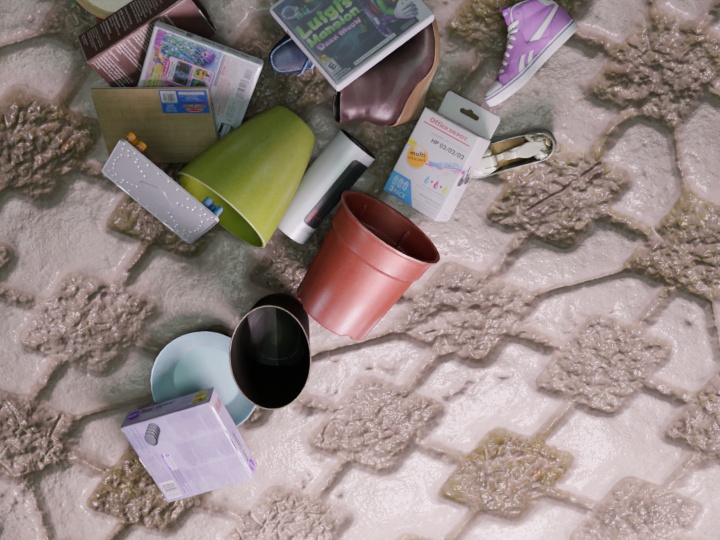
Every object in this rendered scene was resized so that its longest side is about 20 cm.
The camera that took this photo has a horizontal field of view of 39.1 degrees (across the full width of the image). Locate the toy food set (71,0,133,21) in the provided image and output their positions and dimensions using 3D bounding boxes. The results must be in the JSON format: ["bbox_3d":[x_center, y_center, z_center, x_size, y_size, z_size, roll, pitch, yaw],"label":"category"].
[{"bbox_3d":[-0.401,-0.506,1.674,0.199,0.049,0.199,-11,104,1],"label":"toy food set"}]

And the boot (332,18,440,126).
[{"bbox_3d":[0.042,-0.337,1.683,0.166,0.072,0.201,-4,114,-30],"label":"boot"}]

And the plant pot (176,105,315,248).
[{"bbox_3d":[-0.171,-0.173,1.700,0.187,0.187,0.200,41,76,-10],"label":"plant pot"}]

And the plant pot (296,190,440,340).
[{"bbox_3d":[0.000,0.000,1.743,0.200,0.201,0.196,32,109,-8],"label":"plant pot"}]

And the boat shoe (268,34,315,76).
[{"bbox_3d":[-0.061,-0.381,1.665,0.199,0.069,0.084,-25,110,9],"label":"boat shoe"}]

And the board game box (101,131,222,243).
[{"bbox_3d":[-0.334,-0.134,1.701,0.200,0.200,0.026,40,68,-12],"label":"board game box"}]

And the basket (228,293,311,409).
[{"bbox_3d":[-0.148,0.121,1.757,0.135,0.200,0.181,-1,103,0],"label":"basket"}]

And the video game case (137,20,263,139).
[{"bbox_3d":[-0.276,-0.298,1.687,0.181,0.024,0.200,19,132,-11],"label":"video game case"}]

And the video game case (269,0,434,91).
[{"bbox_3d":[-0.014,-0.412,1.625,0.200,0.023,0.182,-38,76,-7],"label":"video game case"}]

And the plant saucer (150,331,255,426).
[{"bbox_3d":[-0.282,0.202,1.859,0.200,0.039,0.202,0,105,-1],"label":"plant saucer"}]

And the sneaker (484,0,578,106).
[{"bbox_3d":[0.259,-0.378,1.711,0.114,0.073,0.201,43,89,-7],"label":"sneaker"}]

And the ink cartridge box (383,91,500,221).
[{"bbox_3d":[0.139,-0.198,1.729,0.115,0.068,0.200,31,103,20],"label":"ink cartridge box"}]

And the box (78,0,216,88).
[{"bbox_3d":[-0.351,-0.389,1.669,0.200,0.075,0.100,-30,148,7],"label":"box"}]

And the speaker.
[{"bbox_3d":[-0.068,-0.144,1.755,0.081,0.081,0.200,40,100,-10],"label":"speaker"}]

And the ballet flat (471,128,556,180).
[{"bbox_3d":[0.242,-0.201,1.754,0.199,0.064,0.068,-16,104,3],"label":"ballet flat"}]

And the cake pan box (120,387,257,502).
[{"bbox_3d":[-0.308,0.324,1.849,0.184,0.052,0.200,-18,116,16],"label":"cake pan box"}]

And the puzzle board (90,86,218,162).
[{"bbox_3d":[-0.342,-0.247,1.716,0.199,0.017,0.151,0,132,6],"label":"puzzle board"}]
